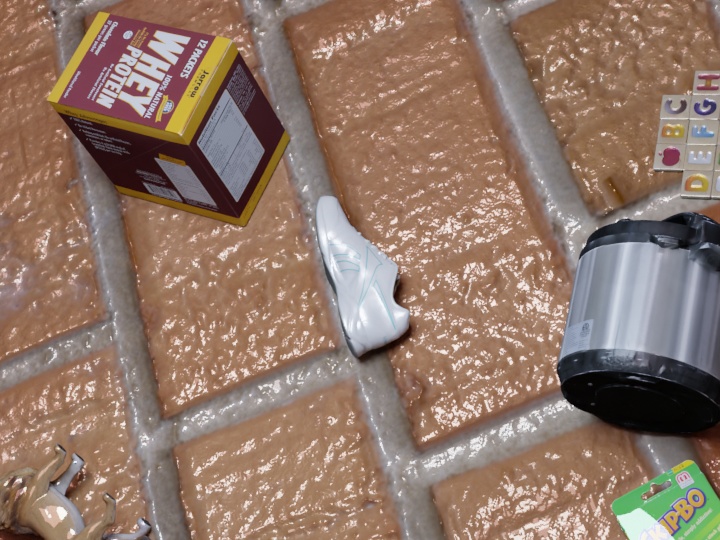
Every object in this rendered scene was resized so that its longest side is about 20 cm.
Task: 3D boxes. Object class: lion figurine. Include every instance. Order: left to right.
[{"bbox_3d":[-0.325,0.274,1.531,0.200,0.072,0.123,38,86,28],"label":"lion figurine"}]

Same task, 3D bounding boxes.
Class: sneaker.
[{"bbox_3d":[0.000,0.000,1.581,0.080,0.071,0.202,-18,63,-2],"label":"sneaker"}]

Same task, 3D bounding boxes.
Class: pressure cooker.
[{"bbox_3d":[0.291,0.040,1.381,0.174,0.179,0.202,2,64,27],"label":"pressure cooker"}]

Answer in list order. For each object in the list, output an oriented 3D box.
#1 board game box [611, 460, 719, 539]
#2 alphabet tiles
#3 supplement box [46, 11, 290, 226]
[{"bbox_3d":[0.323,0.283,1.324,0.095,0.030,0.201,-28,59,1],"label":"board game box"},{"bbox_3d":[0.426,-0.150,1.546,0.198,0.006,0.168,3,63,21],"label":"alphabet tiles"},{"bbox_3d":[-0.224,-0.179,1.674,0.196,0.200,0.134,16,67,26],"label":"supplement box"}]
